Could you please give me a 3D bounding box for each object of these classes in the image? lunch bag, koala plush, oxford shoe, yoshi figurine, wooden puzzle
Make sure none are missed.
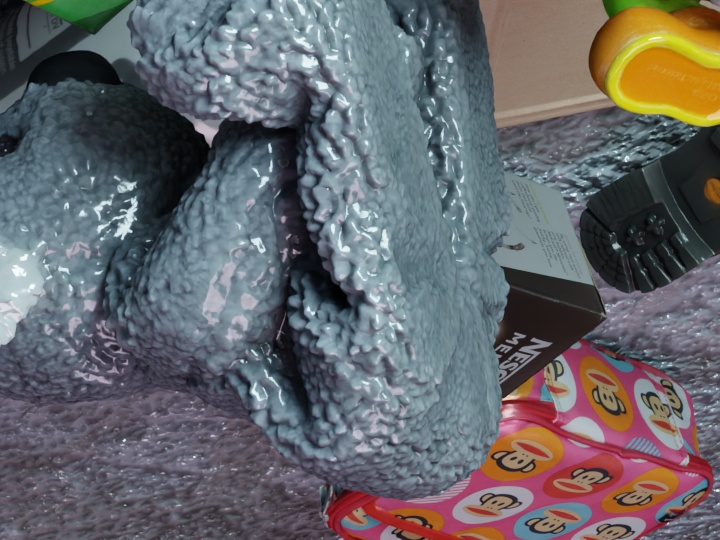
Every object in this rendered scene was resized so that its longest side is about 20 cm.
[{"bbox_3d":[0.074,0.108,1.261,0.200,0.082,0.176,21,136,-41],"label":"lunch bag"},{"bbox_3d":[-0.063,-0.007,0.752,0.200,0.184,0.177,-8,-175,19],"label":"koala plush"},{"bbox_3d":[0.196,-0.052,1.063,0.200,0.073,0.084,-18,-173,47],"label":"oxford shoe"},{"bbox_3d":[0.089,-0.151,0.777,0.112,0.200,0.112,-11,136,2],"label":"yoshi figurine"},{"bbox_3d":[0.122,-0.120,0.961,0.200,0.037,0.185,-7,157,-8],"label":"wooden puzzle"}]

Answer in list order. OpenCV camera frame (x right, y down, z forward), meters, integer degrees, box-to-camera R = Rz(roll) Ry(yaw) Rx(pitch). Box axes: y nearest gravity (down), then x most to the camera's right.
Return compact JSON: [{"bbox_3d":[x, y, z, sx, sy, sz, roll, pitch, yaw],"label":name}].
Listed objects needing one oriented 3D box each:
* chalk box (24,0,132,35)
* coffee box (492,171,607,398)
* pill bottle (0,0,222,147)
[{"bbox_3d":[-0.069,-0.192,0.704,0.200,0.125,0.124,-34,143,27],"label":"chalk box"},{"bbox_3d":[0.000,0.000,1.060,0.200,0.080,0.113,16,134,-39],"label":"coffee box"},{"bbox_3d":[-0.089,-0.064,0.896,0.200,0.113,0.113,-32,144,23],"label":"pill bottle"}]
